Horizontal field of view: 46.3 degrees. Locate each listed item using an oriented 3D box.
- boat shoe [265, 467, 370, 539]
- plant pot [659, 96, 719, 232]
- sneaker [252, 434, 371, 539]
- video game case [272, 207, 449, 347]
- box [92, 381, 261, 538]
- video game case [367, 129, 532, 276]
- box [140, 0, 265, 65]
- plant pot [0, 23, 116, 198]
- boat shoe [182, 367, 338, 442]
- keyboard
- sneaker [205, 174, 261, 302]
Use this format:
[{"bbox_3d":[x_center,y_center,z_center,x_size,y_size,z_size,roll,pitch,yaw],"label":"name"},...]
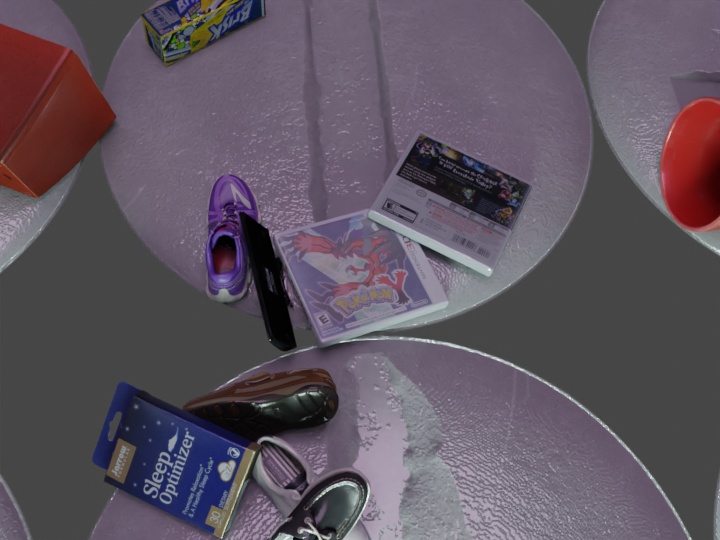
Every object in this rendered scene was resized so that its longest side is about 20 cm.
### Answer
[{"bbox_3d":[-0.067,0.308,0.965,0.200,0.060,0.074,-42,93,8],"label":"boat shoe"},{"bbox_3d":[0.572,-0.153,1.237,0.177,0.201,0.201,0,62,-13],"label":"plant pot"},{"bbox_3d":[-0.066,0.282,1.023,0.200,0.071,0.073,39,67,16],"label":"sneaker"},{"bbox_3d":[0.000,0.000,1.190,0.200,0.023,0.182,-17,64,-20],"label":"video game case"},{"bbox_3d":[-0.233,0.229,1.029,0.200,0.032,0.121,23,99,10],"label":"box"},{"bbox_3d":[0.137,-0.104,1.254,0.200,0.023,0.182,26,59,7],"label":"video game case"},{"bbox_3d":[-0.255,-0.421,1.384,0.200,0.070,0.064,-33,70,-19],"label":"box"},{"bbox_3d":[-0.503,-0.223,1.205,0.200,0.200,0.177,21,74,7],"label":"plant pot"},{"bbox_3d":[-0.126,0.171,1.086,0.200,0.076,0.074,-8,30,2],"label":"boat shoe"},{"bbox_3d":[-0.133,0.024,1.147,0.040,0.104,0.200,-23,62,15],"label":"keyboard"},{"bbox_3d":[-0.182,-0.055,1.188,0.080,0.083,0.200,-2,62,-5],"label":"sneaker"}]
